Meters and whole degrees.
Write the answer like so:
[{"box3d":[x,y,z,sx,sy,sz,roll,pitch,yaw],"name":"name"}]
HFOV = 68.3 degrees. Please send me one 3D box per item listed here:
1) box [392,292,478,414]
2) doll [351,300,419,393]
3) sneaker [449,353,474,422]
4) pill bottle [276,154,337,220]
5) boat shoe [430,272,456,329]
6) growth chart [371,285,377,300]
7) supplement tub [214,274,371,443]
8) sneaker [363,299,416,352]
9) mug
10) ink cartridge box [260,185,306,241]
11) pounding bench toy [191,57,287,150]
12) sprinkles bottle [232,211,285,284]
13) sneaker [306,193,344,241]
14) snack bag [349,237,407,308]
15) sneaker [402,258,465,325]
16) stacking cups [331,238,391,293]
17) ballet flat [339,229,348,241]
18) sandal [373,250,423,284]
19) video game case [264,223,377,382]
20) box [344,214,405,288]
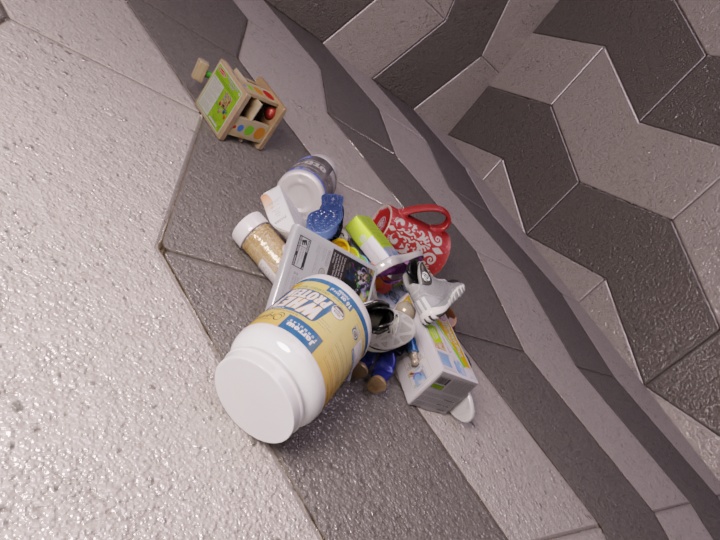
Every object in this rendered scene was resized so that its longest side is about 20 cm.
[{"box3d":[0.130,0.160,1.049,0.111,0.102,0.203,24,31,-36],"name":"box"},{"box3d":[0.054,0.130,0.968,0.135,0.049,0.201,36,44,-1],"name":"doll"},{"box3d":[0.206,0.226,1.101,0.097,0.071,0.202,18,30,-35],"name":"sneaker"},{"box3d":[-0.115,-0.196,1.214,0.113,0.114,0.201,39,24,-9],"name":"pill bottle"},{"box3d":[0.165,0.076,1.291,0.069,0.071,0.203,-18,59,-12],"name":"boat shoe"},{"box3d":[-0.008,0.074,0.981,0.199,0.017,0.150,-7,94,-63],"name":"growth chart"},{"box3d":[-0.084,0.112,0.709,0.145,0.145,0.200,43,39,2],"name":"supplement tub"},{"box3d":[0.037,0.092,0.851,0.196,0.114,0.078,9,79,-36],"name":"sneaker"},{"box3d":[0.133,-0.102,1.403,0.196,0.182,0.133,24,0,-27],"name":"mug"},{"box3d":[-0.109,-0.036,0.991,0.163,0.049,0.203,54,11,-53],"name":"ink cartridge box"},{"box3d":[-0.293,-0.411,1.262,0.202,0.125,0.154,53,26,20],"name":"pounding bench toy"},{"box3d":[-0.140,-0.009,0.935,0.201,0.068,0.068,48,25,7],"name":"sprinkles bottle"},{"box3d":[-0.065,-0.085,1.052,0.068,0.080,0.201,7,27,6],"name":"sneaker"},{"box3d":[0.046,0.022,1.235,0.186,0.021,0.203,31,28,-29],"name":"snack bag"},{"box3d":[0.142,0.021,1.051,0.117,0.074,0.199,56,26,1],"name":"sneaker"},{"box3d":[0.000,0.000,1.082,0.199,0.060,0.061,35,20,-55],"name":"stacking cups"},{"box3d":[-0.045,-0.039,1.135,0.070,0.071,0.203,24,31,-36],"name":"ballet flat"},{"box3d":[0.077,0.003,1.074,0.201,0.081,0.051,-11,72,-60],"name":"sandal"},{"box3d":[-0.065,0.055,0.864,0.179,0.023,0.206,27,68,-32],"name":"video game case"},{"box3d":[0.053,-0.036,1.225,0.201,0.047,0.122,52,14,7],"name":"box"}]
